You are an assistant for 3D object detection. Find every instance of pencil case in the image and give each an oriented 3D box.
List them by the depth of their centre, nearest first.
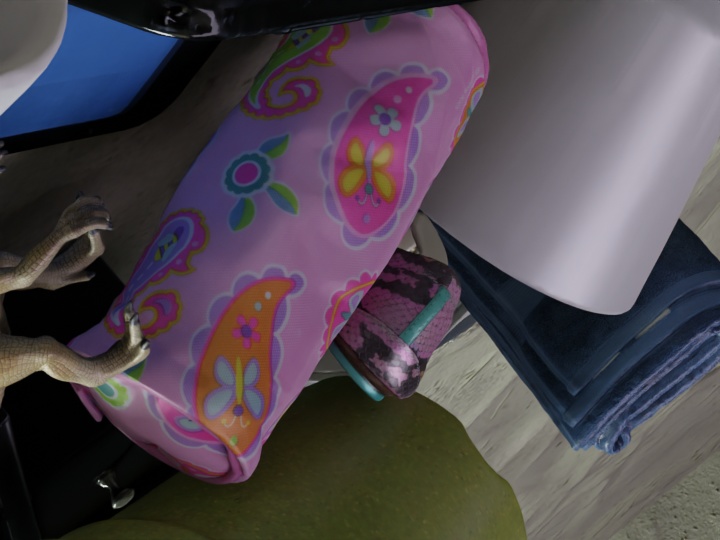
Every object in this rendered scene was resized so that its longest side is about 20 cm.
[{"bbox_3d":[-0.029,-0.021,0.734,0.201,0.087,0.088,-59,169,-19],"label":"pencil case"}]

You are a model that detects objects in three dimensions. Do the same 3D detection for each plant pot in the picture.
[{"bbox_3d":[-0.029,0.142,0.785,0.184,0.200,0.201,-43,170,-46],"label":"plant pot"}]

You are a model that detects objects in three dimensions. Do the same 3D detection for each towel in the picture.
[{"bbox_3d":[0.104,-0.006,0.995,0.112,0.200,0.049,-43,133,7],"label":"towel"}]

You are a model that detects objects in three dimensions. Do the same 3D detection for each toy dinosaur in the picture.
[{"bbox_3d":[-0.124,0.020,0.637,0.100,0.058,0.201,-21,140,-12],"label":"toy dinosaur"}]

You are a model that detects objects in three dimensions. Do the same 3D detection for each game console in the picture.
[{"bbox_3d":[-0.060,-0.064,0.617,0.199,0.175,0.117,-20,125,-52],"label":"game console"}]

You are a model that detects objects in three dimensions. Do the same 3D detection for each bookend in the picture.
[{"bbox_3d":[-0.146,0.064,0.772,0.200,0.092,0.199,-37,162,-19],"label":"bookend"}]

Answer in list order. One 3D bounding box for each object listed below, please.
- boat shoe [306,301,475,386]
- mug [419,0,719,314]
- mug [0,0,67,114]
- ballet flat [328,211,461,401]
[{"bbox_3d":[0.008,0.036,1.082,0.200,0.073,0.062,-28,156,-52],"label":"boat shoe"},{"bbox_3d":[0.095,-0.096,0.896,0.149,0.187,0.154,20,114,-34],"label":"mug"},{"bbox_3d":[-0.184,-0.048,0.360,0.175,0.148,0.200,-40,135,20],"label":"mug"},{"bbox_3d":[0.000,0.000,0.842,0.071,0.069,0.200,-41,-161,-4],"label":"ballet flat"}]
